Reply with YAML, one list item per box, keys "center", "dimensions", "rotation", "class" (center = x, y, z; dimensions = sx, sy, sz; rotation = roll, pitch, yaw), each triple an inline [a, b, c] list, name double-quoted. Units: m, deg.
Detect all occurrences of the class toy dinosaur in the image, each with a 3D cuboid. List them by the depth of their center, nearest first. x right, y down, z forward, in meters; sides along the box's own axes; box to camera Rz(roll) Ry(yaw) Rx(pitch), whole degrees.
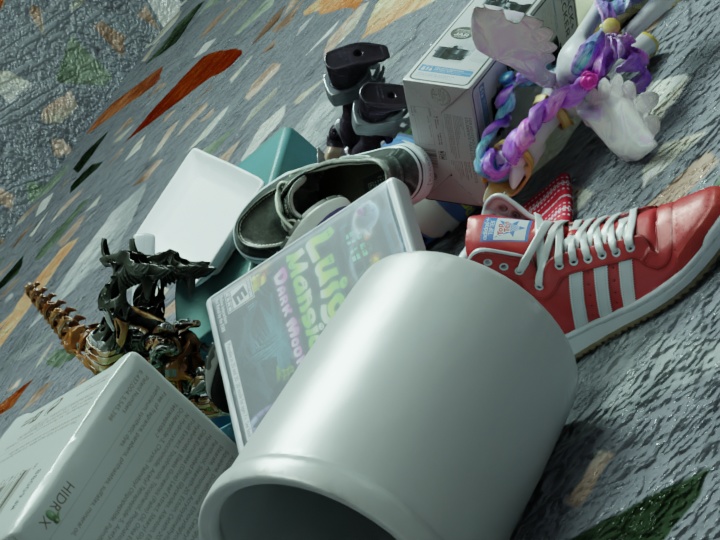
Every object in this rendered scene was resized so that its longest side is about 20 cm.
- center: [-0.186, 0.050, 1.691]
  dimensions: [0.102, 0.198, 0.137]
  rotation: [-75, 4, -81]
  class: "toy dinosaur"

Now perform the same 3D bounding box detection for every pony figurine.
- center: [0.167, -0.150, 1.577]
  dimensions: [0.200, 0.166, 0.193]
  rotation: [-49, -8, -22]
  class: "pony figurine"

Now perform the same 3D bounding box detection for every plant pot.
- center: [-0.077, 0.012, 1.827]
  dimensions: [0.141, 0.141, 0.201]
  rotation: [-36, 25, 35]
  class: "plant pot"

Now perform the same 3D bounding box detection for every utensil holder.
- center: [0.021, 0.111, 1.241]
  dimensions: [0.170, 0.170, 0.201]
  rotation: [-30, 22, 48]
  class: "utensil holder"

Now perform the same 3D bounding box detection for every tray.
- center: [-0.139, -0.045, 1.827]
  dimensions: [0.108, 0.022, 0.200]
  rotation: [-56, 24, -3]
  class: "tray"

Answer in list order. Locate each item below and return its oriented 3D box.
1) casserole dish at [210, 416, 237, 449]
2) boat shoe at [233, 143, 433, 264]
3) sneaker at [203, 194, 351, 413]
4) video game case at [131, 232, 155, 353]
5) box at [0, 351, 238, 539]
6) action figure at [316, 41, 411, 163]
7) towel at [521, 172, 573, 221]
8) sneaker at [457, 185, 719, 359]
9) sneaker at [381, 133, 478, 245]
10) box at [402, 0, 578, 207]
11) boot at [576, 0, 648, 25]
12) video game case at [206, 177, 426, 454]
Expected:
- center: [-0.089, 0.127, 1.693]
  dimensions: [0.121, 0.039, 0.200]
  rotation: [-34, 2, -40]
  class: "casserole dish"
- center: [-0.037, -0.058, 1.663]
  dimensions: [0.199, 0.073, 0.071]
  rotation: [-25, -13, 35]
  class: "boat shoe"
- center: [-0.044, 0.048, 1.557]
  dimensions: [0.075, 0.088, 0.201]
  rotation: [-14, -37, -54]
  class: "sneaker"
- center: [-0.192, 0.094, 1.822]
  dimensions: [0.183, 0.022, 0.202]
  rotation: [105, 165, -68]
  class: "video game case"
- center: [-0.209, 0.209, 1.614]
  dimensions: [0.198, 0.171, 0.201]
  rotation: [-29, 22, 47]
  class: "box"
- center: [0.000, -0.095, 1.739]
  dimensions: [0.201, 0.069, 0.131]
  rotation: [103, 151, -53]
  class: "action figure"
- center: [0.100, 0.012, 1.551]
  dimensions: [0.144, 0.022, 0.200]
  rotation: [-40, 17, 24]
  class: "towel"
- center: [0.141, -0.017, 1.335]
  dimensions: [0.200, 0.112, 0.071]
  rotation: [-37, 18, 33]
  class: "sneaker"
- center: [0.044, -0.067, 1.807]
  dimensions: [0.082, 0.074, 0.200]
  rotation: [-52, 15, -10]
  class: "sneaker"
- center: [0.112, -0.155, 1.693]
  dimensions: [0.060, 0.117, 0.200]
  rotation: [9, 39, 28]
  class: "box"
- center: [0.213, -0.264, 1.838]
  dimensions: [0.154, 0.072, 0.201]
  rotation: [-36, 24, 38]
  class: "boot"
- center: [-0.020, 0.060, 1.453]
  dimensions: [0.181, 0.023, 0.201]
  rotation: [-32, 53, 24]
  class: "video game case"
